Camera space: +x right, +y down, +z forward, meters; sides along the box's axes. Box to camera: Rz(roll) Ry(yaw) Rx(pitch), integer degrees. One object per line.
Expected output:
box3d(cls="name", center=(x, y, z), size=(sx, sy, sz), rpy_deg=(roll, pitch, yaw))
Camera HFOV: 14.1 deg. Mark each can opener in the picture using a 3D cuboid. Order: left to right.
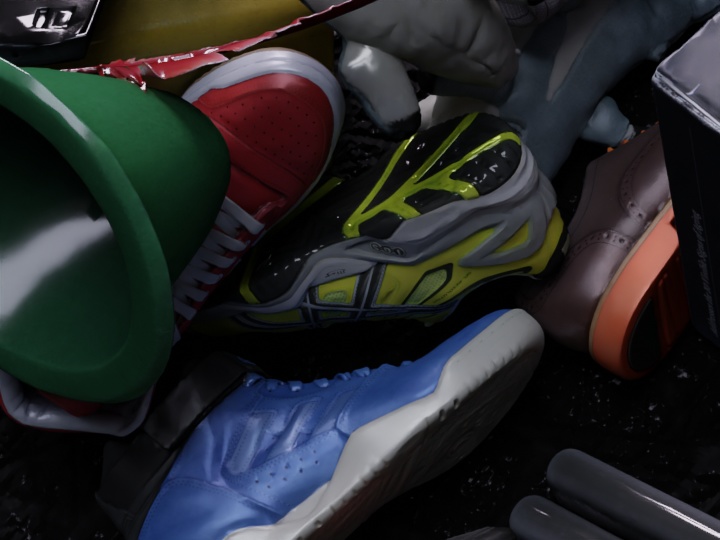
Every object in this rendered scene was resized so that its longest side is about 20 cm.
box3d(cls="can opener", center=(0.152, 0.140, 1.195), size=(0.200, 0.067, 0.053), rpy_deg=(26, 69, 39))

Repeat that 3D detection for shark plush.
box3d(cls="shark plush", center=(-0.016, -0.134, 1.203), size=(0.200, 0.083, 0.091), rpy_deg=(29, 108, -12))
box3d(cls="shark plush", center=(0.101, -0.081, 1.341), size=(0.200, 0.091, 0.083), rpy_deg=(-32, 82, -24))

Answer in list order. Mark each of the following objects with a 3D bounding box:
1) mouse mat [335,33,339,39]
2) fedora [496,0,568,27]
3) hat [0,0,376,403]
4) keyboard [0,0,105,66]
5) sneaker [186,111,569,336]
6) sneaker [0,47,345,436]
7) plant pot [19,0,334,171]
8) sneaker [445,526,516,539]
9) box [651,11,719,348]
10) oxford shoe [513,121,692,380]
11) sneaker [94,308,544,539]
box3d(cls="mouse mat", center=(-0.070, -0.197, 1.462), size=(0.200, 0.008, 0.161), rpy_deg=(16, 66, 22))
box3d(cls="fedora", center=(0.051, -0.174, 1.267), size=(0.200, 0.177, 0.090), rpy_deg=(41, 73, -12))
box3d(cls="hat", center=(-0.079, -0.058, 1.185), size=(0.200, 0.166, 0.176), rpy_deg=(21, 45, 33))
box3d(cls="keyboard", center=(-0.109, -0.158, 1.232), size=(0.104, 0.040, 0.200), rpy_deg=(5, 56, 17))
box3d(cls="sneaker", center=(0.000, 0.000, 1.282), size=(0.200, 0.076, 0.076), rpy_deg=(-17, 38, 35))
box3d(cls="sneaker", center=(-0.083, -0.004, 1.231), size=(0.200, 0.071, 0.113), rpy_deg=(-43, 17, 35))
box3d(cls="plant pot", center=(-0.107, -0.123, 1.326), size=(0.176, 0.200, 0.200), rpy_deg=(-8, 61, -6))
box3d(cls="sneaker", center=(0.069, 0.184, 1.171), size=(0.098, 0.071, 0.201), rpy_deg=(-30, 57, -2))
box3d(cls="box", center=(0.232, -0.007, 1.167), size=(0.124, 0.200, 0.197), rpy_deg=(-43, 61, -14))
box3d(cls="oxford shoe", center=(0.140, -0.050, 1.291), size=(0.072, 0.071, 0.200), rpy_deg=(26, 70, 30))
box3d(cls="sneaker", center=(-0.024, 0.058, 1.261), size=(0.200, 0.077, 0.111), rpy_deg=(-40, 69, -3))
